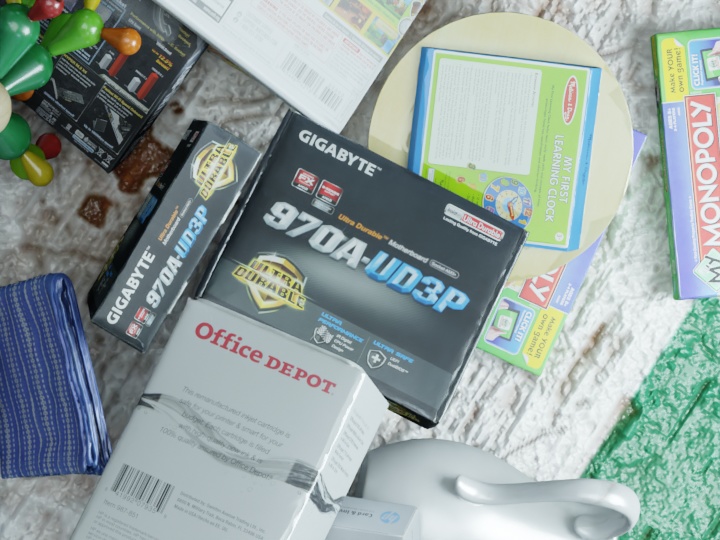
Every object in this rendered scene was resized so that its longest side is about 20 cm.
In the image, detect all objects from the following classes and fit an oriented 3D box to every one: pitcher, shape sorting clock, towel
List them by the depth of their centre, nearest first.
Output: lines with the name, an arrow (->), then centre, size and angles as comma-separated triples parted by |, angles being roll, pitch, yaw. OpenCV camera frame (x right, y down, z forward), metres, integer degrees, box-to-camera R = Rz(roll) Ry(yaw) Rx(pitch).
towel -> -0.237, 0.080, 1.666 | 0.024, 0.200, 0.146 | -13, 91, -29
pitcher -> 0.096, 0.181, 1.687 | 0.198, 0.172, 0.122 | 12, 56, -3
shape sorting clock -> 0.104, -0.091, 1.716 | 0.198, 0.039, 0.202 | 1, 99, 4

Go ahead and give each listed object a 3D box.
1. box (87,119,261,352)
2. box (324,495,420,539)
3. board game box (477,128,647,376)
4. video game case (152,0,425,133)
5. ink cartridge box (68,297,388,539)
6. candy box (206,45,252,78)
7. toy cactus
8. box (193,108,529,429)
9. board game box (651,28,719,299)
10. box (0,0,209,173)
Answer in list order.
box -> -0.136, -0.029, 1.653 | 0.046, 0.200, 0.160 | 31, 90, -8
box -> -0.031, 0.252, 1.679 | 0.155, 0.041, 0.201 | 7, 120, 16
board game box -> 0.117, -0.039, 1.752 | 0.134, 0.029, 0.201 | 24, 90, -1
video game case -> -0.039, -0.223, 1.646 | 0.200, 0.023, 0.183 | 36, 86, -33
ink cartridge box -> -0.090, 0.142, 1.592 | 0.144, 0.084, 0.201 | 22, 78, 20
candy box -> -0.079, -0.210, 1.731 | 0.199, 0.055, 0.116 | 31, 91, 0
toy cactus -> -0.238, -0.124, 1.610 | 0.102, 0.201, 0.165 | 35, 45, 9
box -> 0.000, 0.000, 1.668 | 0.199, 0.046, 0.160 | 27, 78, -1
board game box -> 0.296, -0.084, 1.749 | 0.133, 0.029, 0.202 | -6, 91, -2
box -> -0.215, -0.194, 1.693 | 0.200, 0.050, 0.158 | 39, 122, -1
